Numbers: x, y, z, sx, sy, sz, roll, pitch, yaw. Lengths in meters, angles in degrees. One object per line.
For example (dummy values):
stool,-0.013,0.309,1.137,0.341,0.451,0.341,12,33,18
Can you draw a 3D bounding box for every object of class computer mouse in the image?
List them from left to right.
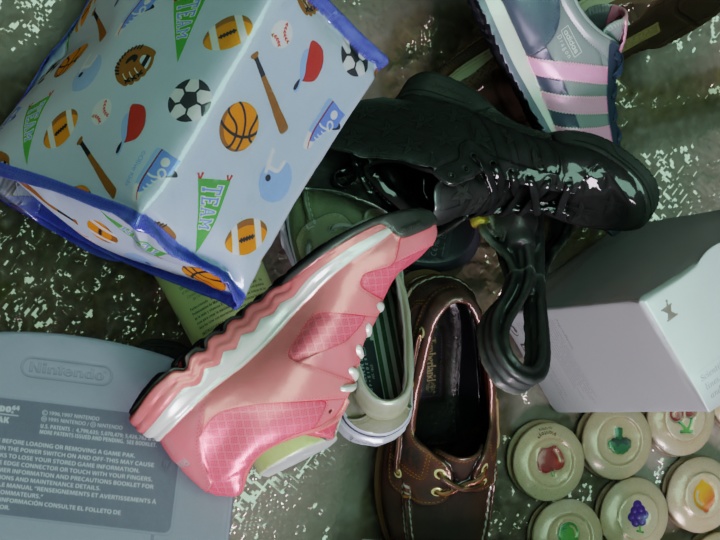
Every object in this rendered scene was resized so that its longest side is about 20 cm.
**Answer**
computer mouse,-0.021,-0.044,1.337,0.199,0.034,0.059,20,69,-12

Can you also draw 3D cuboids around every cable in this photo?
cable,0.090,-0.003,1.312,0.097,0.050,0.201,30,46,-38

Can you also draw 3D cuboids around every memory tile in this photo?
memory tile,0.197,0.150,1.417,0.199,0.017,0.154,-16,94,-20

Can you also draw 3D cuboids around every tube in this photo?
tube,-0.077,0.019,1.277,0.058,0.052,0.201,-16,76,-52

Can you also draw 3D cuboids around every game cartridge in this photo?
game cartridge,-0.166,0.102,1.204,0.199,0.040,0.134,8,70,-4

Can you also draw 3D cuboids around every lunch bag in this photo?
lunch bag,-0.110,-0.090,1.223,0.124,0.200,0.170,43,72,-44

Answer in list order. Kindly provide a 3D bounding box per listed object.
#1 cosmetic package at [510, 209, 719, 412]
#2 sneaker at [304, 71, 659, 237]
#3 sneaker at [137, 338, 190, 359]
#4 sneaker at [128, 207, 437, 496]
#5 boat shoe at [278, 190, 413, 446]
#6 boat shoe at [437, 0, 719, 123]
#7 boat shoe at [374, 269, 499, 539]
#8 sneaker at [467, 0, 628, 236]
cosmetic package,0.180,0.025,1.316,0.113,0.200,0.081,-34,100,-17
sneaker,0.063,-0.051,1.257,0.199,0.060,0.104,25,45,11
sneaker,-0.125,0.137,1.269,0.076,0.091,0.201,14,62,-25
sneaker,-0.027,0.045,1.197,0.200,0.074,0.087,-38,93,-10
boat shoe,0.000,0.000,1.271,0.072,0.062,0.201,-7,68,-19
boat shoe,0.131,-0.158,1.381,0.202,0.075,0.075,-24,55,-8
boat shoe,0.048,0.102,1.320,0.070,0.070,0.201,-10,105,-19
sneaker,0.135,-0.111,1.308,0.082,0.070,0.200,-30,121,1
